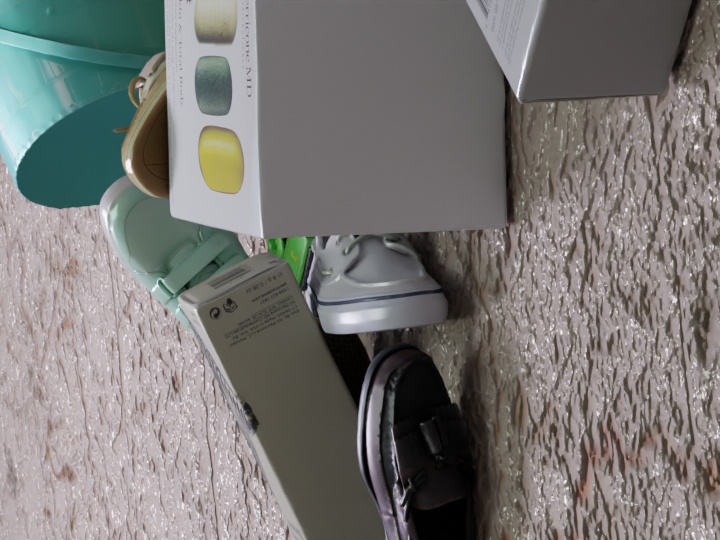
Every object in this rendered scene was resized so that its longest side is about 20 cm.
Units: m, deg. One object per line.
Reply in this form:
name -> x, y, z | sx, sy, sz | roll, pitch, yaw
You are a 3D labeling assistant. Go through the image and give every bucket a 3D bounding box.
bucket -> -0.199, -0.150, 2.086 | 0.135, 0.206, 0.207 | 66, 155, 22

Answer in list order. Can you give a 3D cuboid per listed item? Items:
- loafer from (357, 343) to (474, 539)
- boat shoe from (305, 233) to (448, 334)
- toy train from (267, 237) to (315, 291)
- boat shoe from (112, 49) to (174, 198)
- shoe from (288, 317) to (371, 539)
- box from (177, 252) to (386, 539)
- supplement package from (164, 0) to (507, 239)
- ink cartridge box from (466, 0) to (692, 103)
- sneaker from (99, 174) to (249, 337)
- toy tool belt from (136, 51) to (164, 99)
loafer -> 0.046, 0.143, 1.639 | 0.063, 0.072, 0.201 | 14, 115, 50
boat shoe -> 0.000, 0.000, 1.709 | 0.200, 0.073, 0.067 | -171, 75, -72
toy train -> -0.024, -0.068, 1.828 | 0.056, 0.042, 0.201 | 57, 147, 38
boat shoe -> -0.097, -0.119, 1.762 | 0.062, 0.200, 0.073 | -1, 130, 42
shoe -> -0.027, 0.126, 1.822 | 0.053, 0.070, 0.201 | 21, 116, 61
box -> -0.040, 0.093, 1.737 | 0.201, 0.068, 0.082 | 65, 171, -8
supplement package -> -0.019, -0.103, 1.626 | 0.200, 0.150, 0.153 | -165, 73, -70
ink cartridge box -> 0.097, -0.201, 1.367 | 0.200, 0.083, 0.146 | -113, 27, -45
sneaker -> -0.090, 0.015, 1.872 | 0.200, 0.074, 0.118 | 47, 174, -23
toy tool belt -> -0.098, -0.095, 1.904 | 0.200, 0.124, 0.124 | 133, 142, -66
